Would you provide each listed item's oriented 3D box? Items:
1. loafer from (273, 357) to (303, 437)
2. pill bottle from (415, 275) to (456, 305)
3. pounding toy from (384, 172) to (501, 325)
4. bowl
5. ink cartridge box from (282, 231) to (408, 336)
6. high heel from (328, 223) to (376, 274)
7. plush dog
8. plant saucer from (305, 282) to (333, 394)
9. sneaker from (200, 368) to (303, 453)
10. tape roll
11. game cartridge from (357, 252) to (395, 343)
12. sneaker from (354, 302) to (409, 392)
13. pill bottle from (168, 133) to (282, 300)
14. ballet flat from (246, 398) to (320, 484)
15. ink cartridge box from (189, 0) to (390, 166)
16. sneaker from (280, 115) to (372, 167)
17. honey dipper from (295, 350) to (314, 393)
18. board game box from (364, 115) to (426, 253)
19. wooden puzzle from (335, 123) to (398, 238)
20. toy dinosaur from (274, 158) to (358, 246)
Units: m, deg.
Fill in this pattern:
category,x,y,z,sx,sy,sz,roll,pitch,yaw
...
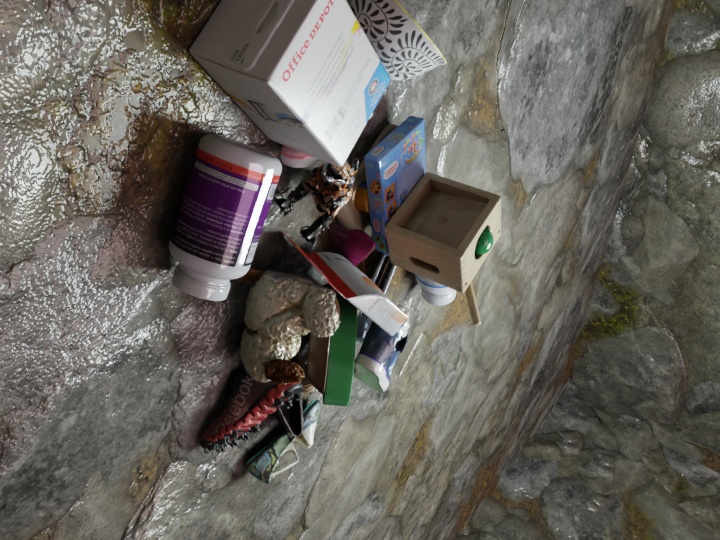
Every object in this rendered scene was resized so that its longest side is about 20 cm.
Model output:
category,x,y,z,sx,sy,sz,roll,pitch,yaw
loafer,-0.132,0.229,1.183,0.071,0.063,0.202,-22,135,-19
pill bottle,0.176,-0.020,1.444,0.112,0.111,0.202,-43,144,-31
pounding toy,0.166,-0.041,1.165,0.185,0.198,0.143,-52,150,-26
bowl,0.024,-0.341,0.927,0.094,0.202,0.200,-42,153,14
ink cartridge box,-0.024,0.008,1.053,0.050,0.162,0.200,-45,130,-1
high heel,0.000,0.000,1.197,0.068,0.095,0.201,-50,147,-21
plush dog,-0.138,0.092,1.012,0.159,0.200,0.174,13,93,-25
plant saucer,-0.074,0.118,1.148,0.200,0.036,0.203,-175,-90,-87
sneaker,-0.197,0.225,1.090,0.200,0.098,0.071,-38,160,0
tape roll,-0.039,0.145,1.181,0.200,0.047,0.204,-175,-90,-87
game cartridge,0.031,0.044,1.277,0.133,0.040,0.202,90,22,-77
sneaker,0.046,0.136,1.184,0.147,0.080,0.200,-59,170,-17
pill bottle,-0.183,-0.068,0.845,0.112,0.112,0.202,5,109,-58
ballet flat,-0.135,0.341,1.268,0.200,0.074,0.075,-40,143,-30
ink cartridge box,-0.083,-0.261,0.824,0.148,0.144,0.200,-60,150,-7
sneaker,-0.056,-0.242,0.955,0.200,0.075,0.106,-46,143,-33
honey dipper,-0.117,0.151,1.194,0.038,0.038,0.202,-42,140,-33
board game box,0.069,-0.155,1.166,0.151,0.036,0.202,-46,145,-35
wooden puzzle,0.040,-0.141,1.205,0.201,0.046,0.186,-54,149,-17
toy dinosaur,-0.052,-0.114,0.999,0.135,0.102,0.200,-40,156,-8
